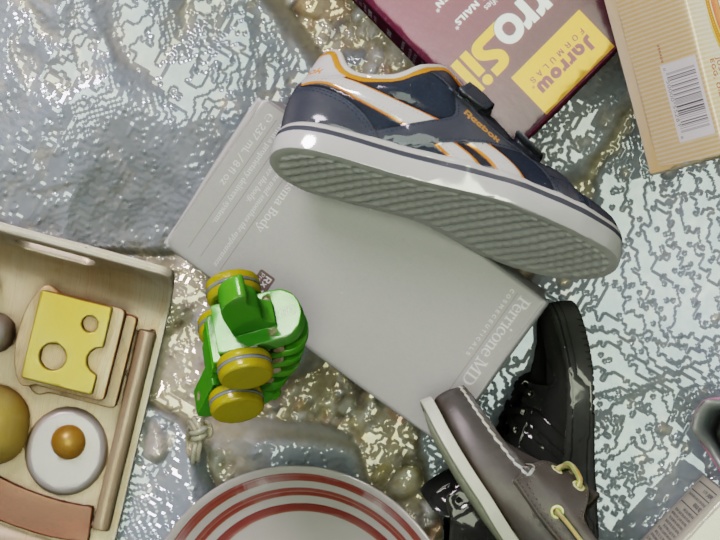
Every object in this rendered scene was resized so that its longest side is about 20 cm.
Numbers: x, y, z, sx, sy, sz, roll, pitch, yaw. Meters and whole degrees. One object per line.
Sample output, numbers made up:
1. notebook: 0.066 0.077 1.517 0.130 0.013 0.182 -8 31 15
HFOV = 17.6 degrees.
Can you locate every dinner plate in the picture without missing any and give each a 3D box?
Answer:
1. dinner plate: -0.033 0.212 1.348 0.199 0.024 0.202 1 92 19

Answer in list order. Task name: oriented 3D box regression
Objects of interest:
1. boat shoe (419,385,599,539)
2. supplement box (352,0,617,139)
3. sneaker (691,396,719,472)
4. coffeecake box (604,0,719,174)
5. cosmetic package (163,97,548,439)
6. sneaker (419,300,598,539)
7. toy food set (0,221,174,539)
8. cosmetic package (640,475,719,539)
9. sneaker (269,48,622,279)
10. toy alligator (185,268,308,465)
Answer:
1. boat shoe: 0.106 0.141 1.256 0.060 0.072 0.202 -35 81 -1
2. supplement box: 0.055 -0.174 1.327 0.110 0.086 0.200 -45 90 1
3. sneaker: 0.246 0.131 1.268 0.082 0.200 0.071 18 104 -27
4. coffeecake box: 0.237 -0.153 1.287 0.199 0.073 0.155 -16 91 -29
5. cosmetic package: 0.000 0.000 1.331 0.199 0.090 0.107 34 94 4
6. sneaker: 0.083 0.120 1.344 0.103 0.060 0.202 -3 95 -2
7. toy food set: -0.198 0.078 1.349 0.142 0.060 0.202 14 92 1
8. cosmetic package: 0.157 0.215 1.323 0.071 0.105 0.200 43 93 0
9. sneaker: 0.055 -0.062 1.264 0.199 0.078 0.080 21 65 -7
10. toy alligator: -0.062 0.055 1.297 0.054 0.200 0.060 -4 61 -13
